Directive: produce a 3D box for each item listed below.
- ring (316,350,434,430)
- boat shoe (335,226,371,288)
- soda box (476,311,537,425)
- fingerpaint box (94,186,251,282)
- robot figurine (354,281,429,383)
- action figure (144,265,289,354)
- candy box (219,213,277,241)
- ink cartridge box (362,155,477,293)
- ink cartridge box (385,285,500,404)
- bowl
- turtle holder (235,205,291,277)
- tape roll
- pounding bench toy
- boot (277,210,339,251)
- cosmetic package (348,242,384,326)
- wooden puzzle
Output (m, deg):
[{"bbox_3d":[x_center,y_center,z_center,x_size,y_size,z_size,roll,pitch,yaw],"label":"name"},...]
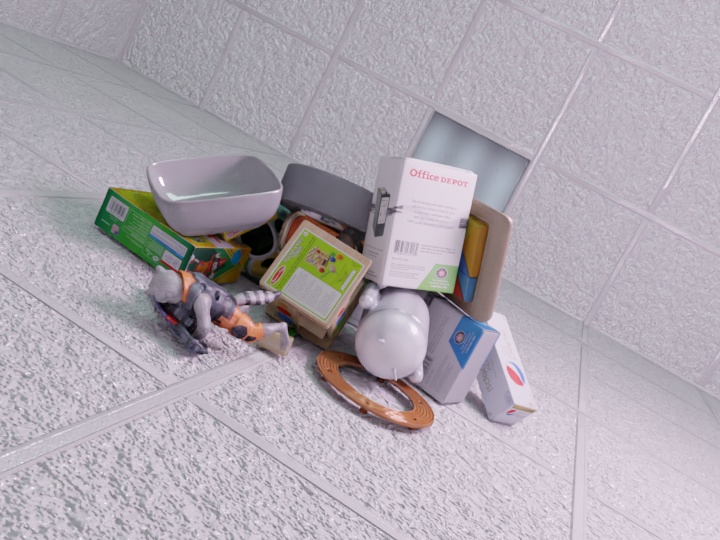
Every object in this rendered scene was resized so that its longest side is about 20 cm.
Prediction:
[{"bbox_3d":[0.020,0.181,1.153,0.199,0.019,0.201,26,10,-5],"label":"ring"},{"bbox_3d":[0.000,0.000,1.319,0.073,0.065,0.200,30,-18,28],"label":"boat shoe"},{"bbox_3d":[0.248,0.172,1.386,0.068,0.064,0.201,19,44,-37],"label":"soda box"},{"bbox_3d":[-0.311,-0.056,1.284,0.199,0.074,0.167,32,13,19],"label":"fingerpaint box"},{"bbox_3d":[0.052,0.098,1.220,0.170,0.112,0.200,54,18,-12],"label":"robot figurine"},{"bbox_3d":[-0.210,0.037,1.044,0.193,0.105,0.200,26,9,-45],"label":"action figure"},{"bbox_3d":[-0.234,-0.120,1.349,0.102,0.027,0.200,-24,38,-21],"label":"candy box"},{"bbox_3d":[0.093,-0.075,1.248,0.144,0.202,0.084,8,7,-28],"label":"ink cartridge box"},{"bbox_3d":[0.119,0.116,1.341,0.199,0.146,0.083,34,11,31],"label":"ink cartridge box"},{"bbox_3d":[-0.234,-0.119,1.234,0.198,0.075,0.200,-9,29,-20],"label":"bowl"},{"bbox_3d":[-0.180,-0.042,1.397,0.139,0.188,0.132,2,3,-2],"label":"turtle holder"},{"bbox_3d":[-0.046,-0.114,1.327,0.199,0.067,0.200,23,-4,2],"label":"tape roll"},{"bbox_3d":[-0.090,0.059,1.200,0.124,0.201,0.156,31,-21,8],"label":"pounding bench toy"},{"bbox_3d":[-0.069,-0.050,1.339,0.106,0.076,0.200,21,4,21],"label":"boot"},{"bbox_3d":[0.004,-0.005,1.469,0.101,0.201,0.071,25,11,-10],"label":"cosmetic package"},{"bbox_3d":[0.166,-0.034,1.299,0.037,0.187,0.200,-2,22,-31],"label":"wooden puzzle"}]
